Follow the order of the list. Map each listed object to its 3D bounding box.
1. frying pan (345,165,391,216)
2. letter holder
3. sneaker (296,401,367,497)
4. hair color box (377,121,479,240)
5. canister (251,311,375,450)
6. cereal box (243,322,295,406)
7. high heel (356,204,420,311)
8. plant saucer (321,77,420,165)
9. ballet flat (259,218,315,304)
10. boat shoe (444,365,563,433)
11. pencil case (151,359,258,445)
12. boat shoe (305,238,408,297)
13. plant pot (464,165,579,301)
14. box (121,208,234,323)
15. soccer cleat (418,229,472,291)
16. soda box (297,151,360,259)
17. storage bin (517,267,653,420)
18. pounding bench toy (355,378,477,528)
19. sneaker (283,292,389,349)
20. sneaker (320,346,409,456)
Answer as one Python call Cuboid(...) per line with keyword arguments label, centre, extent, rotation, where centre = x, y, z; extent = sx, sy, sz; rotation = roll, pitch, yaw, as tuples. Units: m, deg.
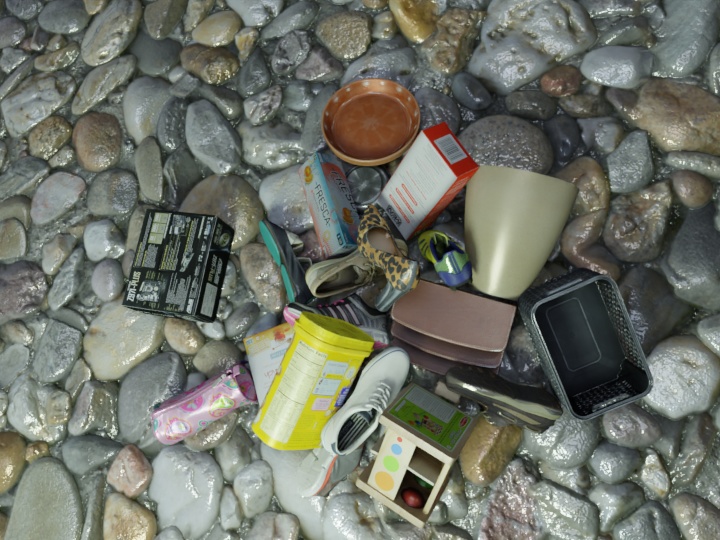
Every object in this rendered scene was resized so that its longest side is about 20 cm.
Cuboid(label="frying pan", centre=(0.022, -0.131, 1.088), extent=(0.114, 0.031, 0.192), rotation=(-26, 69, 7))
Cuboid(label="letter holder", centre=(0.151, 0.108, 0.958), extent=(0.198, 0.101, 0.144), rotation=(16, 82, 16))
Cuboid(label="sneaker", centre=(-0.027, 0.306, 0.963), extent=(0.200, 0.082, 0.077), rotation=(-50, 40, 3))
Cuboid(label="hair color box", centre=(0.112, -0.150, 0.975), extent=(0.061, 0.200, 0.102), rotation=(-27, 77, -32))
Cuboid(label="canister", centre=(-0.076, 0.180, 0.898), extent=(0.086, 0.148, 0.202), rotation=(29, 95, 37))
Cuboid(label="cereal box", centre=(-0.123, 0.198, 1.026), extent=(0.142, 0.040, 0.202), rotation=(-21, 72, 4))
Cuboid(label="high heel", centre=(0.052, -0.049, 0.924), extent=(0.070, 0.143, 0.202), rotation=(1, 65, -22))
Cuboid(label="plant saucer", centre=(0.021, -0.295, 1.113), extent=(0.197, 0.032, 0.203), rotation=(-2, 67, 5))
Cuboid(label="ballet flat", centre=(-0.133, -0.022, 1.079), extent=(0.072, 0.073, 0.201), rotation=(-29, 65, 4))
Cuboid(label="boat shoe", centre=(0.227, 0.218, 0.906), extent=(0.198, 0.075, 0.074), rotation=(19, 109, 1))
Cuboid(label="pencil case", centre=(-0.286, 0.242, 1.026), extent=(0.198, 0.087, 0.088), rotation=(-28, 71, 8))
Cuboid(label="boat shoe", centre=(0.000, 0.000, 1.011), extent=(0.198, 0.073, 0.065), rotation=(-18, 30, -10))
Cuboid(label="plant pot", centre=(0.253, -0.057, 0.949), extent=(0.185, 0.187, 0.203), rotation=(14, 93, 16))
Cuboid(label="box", centre=(-0.359, -0.009, 1.110), extent=(0.162, 0.086, 0.203), rotation=(6, 77, 14))
Cuboid(label="soccer cleat", centre=(0.141, -0.041, 0.960), extent=(0.064, 0.201, 0.084), rotation=(-25, 115, 2))
Cuboid(label="soda box", centre=(-0.055, -0.123, 1.071), extent=(0.068, 0.063, 0.202), rotation=(-33, 68, 40))
Cuboid(label="storage bin", centre=(0.349, 0.112, 0.878), extent=(0.134, 0.094, 0.202), rotation=(-24, 96, 5))
Cuboid(label="pounding bench toy", centre=(0.103, 0.286, 0.917), extent=(0.123, 0.200, 0.158), rotation=(26, 114, 20))
Cuboid(label="sneaker", centre=(-0.038, 0.080, 1.007), extent=(0.197, 0.074, 0.088), rotation=(14, 64, -7))
Cuboid(label="sneaker", centre=(0.019, 0.211, 0.884), extent=(0.073, 0.071, 0.201), rotation=(41, 77, -17))
